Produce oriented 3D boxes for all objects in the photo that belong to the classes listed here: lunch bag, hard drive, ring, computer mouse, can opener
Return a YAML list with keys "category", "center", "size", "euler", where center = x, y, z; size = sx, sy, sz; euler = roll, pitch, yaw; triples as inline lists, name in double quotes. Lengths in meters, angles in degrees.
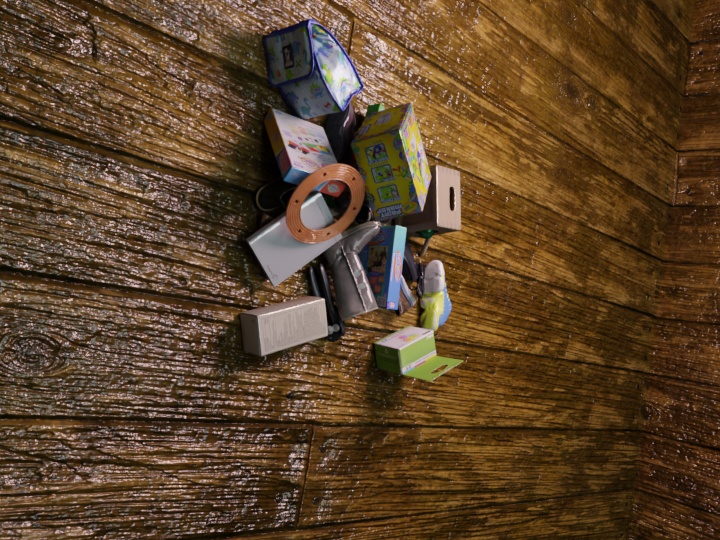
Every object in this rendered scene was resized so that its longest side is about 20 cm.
- category: "lunch bag"
  center: [-0.116, -0.453, 1.503]
  size: [0.128, 0.167, 0.202]
  euler: [-51, 125, -31]
- category: "hard drive"
  center: [-0.148, -0.072, 1.519]
  size: [0.198, 0.027, 0.134]
  euler: [-36, 124, -12]
- category: "ring"
  center: [-0.078, -0.147, 1.466]
  size: [0.196, 0.019, 0.204]
  euler: [-23, 140, -20]
- category: "computer mouse"
  center: [0.125, -0.035, 1.810]
  size: [0.200, 0.052, 0.140]
  euler: [48, 26, -27]
- category: "can opener"
  center: [-0.088, 0.082, 1.656]
  size: [0.062, 0.079, 0.205]
  euler: [-20, 108, 1]

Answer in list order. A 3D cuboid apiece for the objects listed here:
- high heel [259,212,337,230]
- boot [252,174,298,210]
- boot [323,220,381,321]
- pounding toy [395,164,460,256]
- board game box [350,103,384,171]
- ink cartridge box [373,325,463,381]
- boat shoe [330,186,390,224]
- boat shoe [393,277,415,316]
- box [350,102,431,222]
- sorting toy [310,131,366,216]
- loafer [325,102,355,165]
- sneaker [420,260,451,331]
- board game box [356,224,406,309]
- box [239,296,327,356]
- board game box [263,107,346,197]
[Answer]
- category: "high heel"
  center: [-0.142, -0.109, 1.568]
  size: [0.198, 0.071, 0.145]
  euler: [-37, 124, -25]
- category: "boot"
  center: [-0.133, -0.194, 1.512]
  size: [0.200, 0.137, 0.079]
  euler: [-43, 117, -23]
- category: "boot"
  center: [0.001, 0.000, 1.640]
  size: [0.178, 0.073, 0.205]
  euler: [-23, 78, -1]
- category: "pounding toy"
  center: [0.185, -0.156, 1.819]
  size: [0.140, 0.181, 0.207]
  euler: [5, 81, -42]
- category: "board game box"
  center: [0.048, -0.294, 1.713]
  size: [0.153, 0.039, 0.205]
  euler: [40, 58, -47]
- category: "ink cartridge box"
  center: [0.155, 0.219, 1.789]
  size: [0.146, 0.197, 0.078]
  euler: [-21, 107, -40]
- category: "boat shoe"
  center: [0.008, -0.146, 1.661]
  size: [0.197, 0.071, 0.066]
  euler: [22, 43, -44]
- category: "boat shoe"
  center: [0.079, 0.044, 1.792]
  size: [0.073, 0.072, 0.201]
  euler: [-49, 120, -19]
- category: "box"
  center: [0.078, -0.253, 1.555]
  size: [0.201, 0.119, 0.197]
  euler: [-68, 143, -59]
- category: "sorting toy"
  center: [-0.053, -0.237, 1.669]
  size: [0.197, 0.036, 0.191]
  euler: [-23, 108, -40]
- category: "loafer"
  center: [-0.045, -0.327, 1.627]
  size: [0.063, 0.070, 0.205]
  euler: [43, 43, -44]
- category: "sneaker"
  center: [0.220, 0.072, 1.936]
  size: [0.104, 0.074, 0.207]
  euler: [-1, 101, -55]
- category: "board game box"
  center: [0.040, -0.011, 1.696]
  size: [0.044, 0.150, 0.207]
  euler: [7, 89, -42]
- category: "box"
  center: [-0.175, 0.125, 1.553]
  size: [0.197, 0.077, 0.098]
  euler: [-11, 101, -42]
- category: "board game box"
  center: [-0.126, -0.265, 1.503]
  size: [0.150, 0.040, 0.203]
  euler: [13, 42, -38]
